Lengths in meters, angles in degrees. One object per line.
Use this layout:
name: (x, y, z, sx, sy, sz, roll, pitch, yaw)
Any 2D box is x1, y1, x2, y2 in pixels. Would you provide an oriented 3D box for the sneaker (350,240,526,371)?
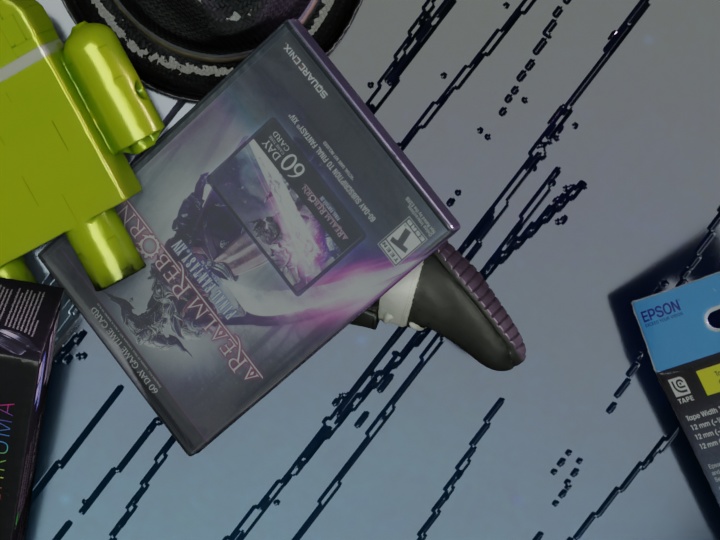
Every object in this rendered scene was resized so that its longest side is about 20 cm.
sneaker: (0.000, 0.000, 1.204, 0.200, 0.074, 0.089, 41, 97, 6)

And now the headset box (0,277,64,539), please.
headset box: (-0.270, 0.085, 1.151, 0.200, 0.093, 0.174, 12, 113, -4)

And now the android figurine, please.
android figurine: (-0.200, -0.069, 1.177, 0.182, 0.041, 0.200, -28, 94, 17)

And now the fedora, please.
fedora: (-0.085, -0.190, 1.173, 0.200, 0.092, 0.201, 0, 93, 0)

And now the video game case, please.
video game case: (-0.063, -0.016, 1.175, 0.200, 0.019, 0.143, -41, 81, 19)

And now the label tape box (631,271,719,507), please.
label tape box: (0.252, 0.080, 1.183, 0.066, 0.143, 0.200, -27, 93, -47)
